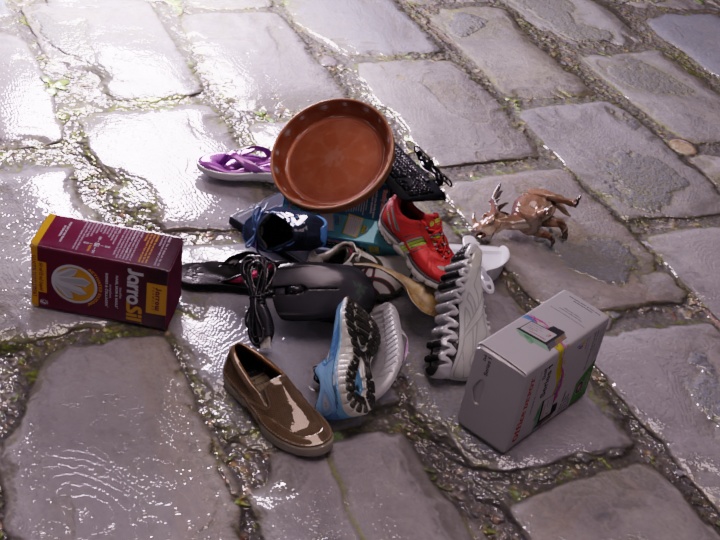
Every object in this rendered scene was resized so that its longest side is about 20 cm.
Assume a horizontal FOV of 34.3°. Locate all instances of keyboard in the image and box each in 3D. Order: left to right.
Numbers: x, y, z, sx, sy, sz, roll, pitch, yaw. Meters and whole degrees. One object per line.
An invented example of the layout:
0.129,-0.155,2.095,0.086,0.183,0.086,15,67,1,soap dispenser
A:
0.072,-0.169,1.825,0.104,0.040,0.200,-5,33,-25,keyboard

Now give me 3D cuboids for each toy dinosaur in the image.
0.091,0.034,1.733,0.200,0.058,0.101,45,23,13,toy dinosaur
0.289,-0.107,1.997,0.135,0.086,0.200,25,32,31,toy dinosaur

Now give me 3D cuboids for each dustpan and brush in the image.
0.182,-0.006,1.844,0.139,0.057,0.200,3,36,-10,dustpan and brush

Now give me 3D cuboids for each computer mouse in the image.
-0.067,0.037,1.671,0.199,0.053,0.139,-3,78,-18,computer mouse

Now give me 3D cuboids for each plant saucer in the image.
-0.042,-0.177,1.816,0.200,0.032,0.201,-6,63,12,plant saucer

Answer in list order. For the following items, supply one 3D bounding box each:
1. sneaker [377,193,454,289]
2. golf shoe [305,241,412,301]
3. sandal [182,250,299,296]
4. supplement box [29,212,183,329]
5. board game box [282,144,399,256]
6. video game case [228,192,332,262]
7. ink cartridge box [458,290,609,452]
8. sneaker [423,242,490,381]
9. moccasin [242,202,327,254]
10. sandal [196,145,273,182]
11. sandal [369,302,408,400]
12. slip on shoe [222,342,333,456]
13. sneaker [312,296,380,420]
0.101,-0.044,1.743,0.077,0.085,0.200,-14,49,-45,sneaker
0.000,0.000,1.771,0.199,0.088,0.077,-13,40,-31,golf shoe
-0.177,0.000,1.761,0.199,0.045,0.075,0,35,-13,sandal
-0.359,0.001,1.658,0.199,0.111,0.086,11,36,1,supplement box
-0.022,-0.108,1.859,0.199,0.047,0.151,10,68,-2,board game box
-0.093,-0.062,1.893,0.200,0.019,0.143,31,40,28,video game case
0.236,0.136,1.587,0.084,0.145,0.200,34,42,30,ink cartridge box
0.149,0.061,1.664,0.081,0.201,0.075,14,-6,-16,sneaker
-0.128,-0.066,1.752,0.068,0.081,0.200,-1,-3,-37,moccasin
-0.179,-0.190,2.005,0.202,0.050,0.083,5,32,-3,sandal
0.038,0.118,1.643,0.050,0.082,0.203,46,28,-25,sandal
-0.109,0.167,1.532,0.076,0.061,0.200,-20,45,-34,slip on shoe
-0.031,0.119,1.587,0.078,0.090,0.200,43,35,-30,sneaker
